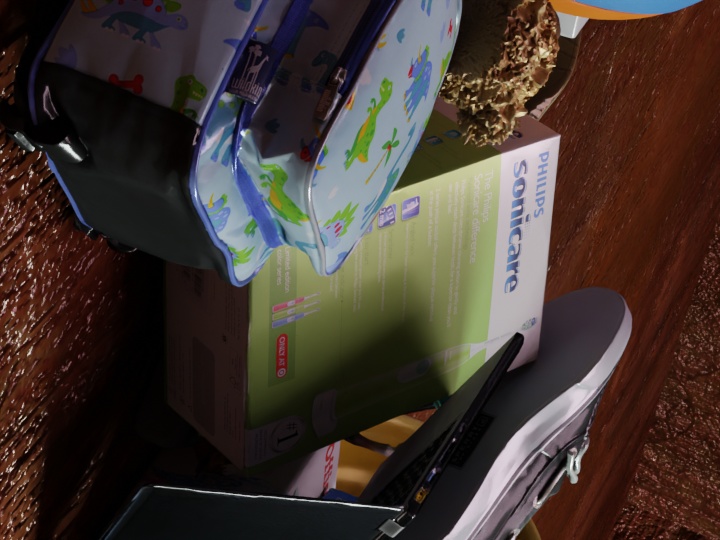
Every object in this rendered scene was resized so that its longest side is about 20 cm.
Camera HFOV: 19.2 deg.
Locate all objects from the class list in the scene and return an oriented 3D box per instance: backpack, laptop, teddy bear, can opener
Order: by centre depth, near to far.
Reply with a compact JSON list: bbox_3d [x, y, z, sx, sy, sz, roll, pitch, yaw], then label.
[{"bbox_3d":[-0.038,-0.103,0.913,0.183,0.147,0.200,73,38,-73],"label":"backpack"},{"bbox_3d":[0.027,-0.136,1.030,0.067,0.200,0.145,13,89,-47],"label":"teddy bear"},{"bbox_3d":[-0.040,0.106,1.097,0.200,0.116,0.187,-54,-177,-35],"label":"laptop"},{"bbox_3d":[-0.062,0.008,1.171,0.200,0.066,0.053,-63,165,2],"label":"can opener"}]

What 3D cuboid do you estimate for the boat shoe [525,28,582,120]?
[{"bbox_3d":[0.083,-0.106,1.360,0.065,0.072,0.200,-18,-130,67],"label":"boat shoe"}]

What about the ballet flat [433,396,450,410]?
[{"bbox_3d":[0.078,-0.004,1.272,0.070,0.067,0.201,34,58,-75],"label":"ballet flat"}]

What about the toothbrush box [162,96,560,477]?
[{"bbox_3d":[0.000,0.000,1.123,0.200,0.086,0.146,-19,128,-30],"label":"toothbrush box"}]

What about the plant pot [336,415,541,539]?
[{"bbox_3d":[0.000,0.230,1.496,0.189,0.201,0.201,-57,172,31],"label":"plant pot"}]

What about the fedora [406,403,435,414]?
[{"bbox_3d":[0.011,0.048,1.364,0.201,0.200,0.092,12,67,-76],"label":"fedora"}]

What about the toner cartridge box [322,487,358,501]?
[{"bbox_3d":[-0.021,0.205,1.200,0.200,0.095,0.043,-47,155,-54],"label":"toner cartridge box"}]

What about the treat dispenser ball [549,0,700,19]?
[{"bbox_3d":[0.131,-0.228,1.082,0.201,0.200,0.201,-59,164,-29],"label":"treat dispenser ball"}]

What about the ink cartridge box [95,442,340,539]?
[{"bbox_3d":[-0.092,0.175,1.255,0.200,0.084,0.145,-55,161,-39],"label":"ink cartridge box"}]

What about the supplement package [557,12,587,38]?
[{"bbox_3d":[0.114,-0.264,1.280,0.117,0.117,0.200,-53,159,-47],"label":"supplement package"}]

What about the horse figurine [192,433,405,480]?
[{"bbox_3d":[-0.026,0.028,1.235,0.050,0.132,0.201,133,-38,-78],"label":"horse figurine"}]

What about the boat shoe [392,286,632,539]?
[{"bbox_3d":[0.092,0.100,1.196,0.200,0.073,0.068,-54,132,-19],"label":"boat shoe"}]
